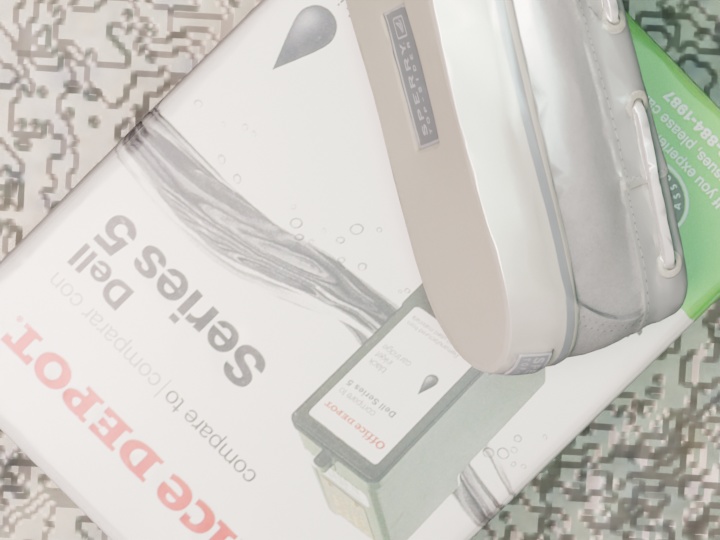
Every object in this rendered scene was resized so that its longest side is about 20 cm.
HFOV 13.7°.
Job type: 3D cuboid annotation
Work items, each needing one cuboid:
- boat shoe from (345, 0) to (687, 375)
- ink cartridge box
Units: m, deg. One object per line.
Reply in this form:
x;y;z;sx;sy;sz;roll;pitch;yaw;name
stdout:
0.040;-0.077;0.757;0.068;0.072;0.201;-13;86;-23;boat shoe
0.000;0.000;0.831;0.146;0.084;0.200;45;91;-4;ink cartridge box
